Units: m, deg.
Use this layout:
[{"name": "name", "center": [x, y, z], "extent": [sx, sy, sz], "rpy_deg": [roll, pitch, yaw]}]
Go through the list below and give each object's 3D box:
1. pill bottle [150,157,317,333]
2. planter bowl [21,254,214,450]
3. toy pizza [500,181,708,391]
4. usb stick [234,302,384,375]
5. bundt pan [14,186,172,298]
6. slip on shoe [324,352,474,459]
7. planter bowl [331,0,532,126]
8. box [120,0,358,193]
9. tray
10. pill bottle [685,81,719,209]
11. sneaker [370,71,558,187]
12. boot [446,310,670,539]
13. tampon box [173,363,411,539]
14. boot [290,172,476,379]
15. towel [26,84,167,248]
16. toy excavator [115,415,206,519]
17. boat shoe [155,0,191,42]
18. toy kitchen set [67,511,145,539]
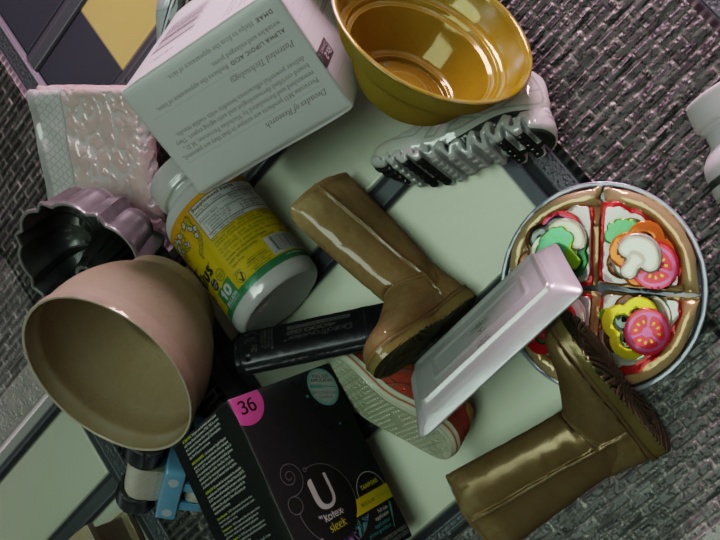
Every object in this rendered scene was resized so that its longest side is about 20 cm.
[{"name": "pill bottle", "center": [-0.147, -0.038, 0.976], "extent": [0.113, 0.112, 0.201], "rpy_deg": [-47, 72, 20]}, {"name": "planter bowl", "center": [-0.236, 0.070, 0.932], "extent": [0.196, 0.136, 0.204], "rpy_deg": [12, 128, 16]}, {"name": "toy pizza", "center": [0.224, 0.018, 0.829], "extent": [0.196, 0.032, 0.206], "rpy_deg": [1, 92, 28]}, {"name": "usb stick", "center": [-0.035, 0.070, 0.918], "extent": [0.195, 0.056, 0.033], "rpy_deg": [-12, 130, 2]}, {"name": "bundt pan", "center": [-0.306, -0.014, 1.044], "extent": [0.197, 0.076, 0.205], "rpy_deg": [14, 131, 17]}, {"name": "slip on shoe", "center": [0.036, 0.125, 0.919], "extent": [0.198, 0.061, 0.075], "rpy_deg": [26, 139, 36]}, {"name": "planter bowl", "center": [0.054, -0.197, 0.815], "extent": [0.201, 0.198, 0.084], "rpy_deg": [49, 141, 17]}, {"name": "box", "center": [-0.106, -0.217, 0.886], "extent": [0.197, 0.201, 0.131], "rpy_deg": [-25, 121, 25]}, {"name": "tray", "center": [0.114, 0.058, 0.807], "extent": [0.022, 0.108, 0.200], "rpy_deg": [39, 108, -18]}, {"name": "pill bottle", "center": [0.353, -0.065, 0.713], "extent": [0.114, 0.115, 0.204], "rpy_deg": [-27, 79, 25]}, {"name": "sneaker", "center": [0.101, -0.139, 0.876], "extent": [0.196, 0.075, 0.083], "rpy_deg": [-12, 67, 28]}, {"name": "boot", "center": [0.160, 0.157, 0.814], "extent": [0.198, 0.066, 0.176], "rpy_deg": [-36, 100, 23]}, {"name": "tampon box", "center": [-0.071, 0.227, 0.908], "extent": [0.126, 0.148, 0.203], "rpy_deg": [-39, 74, 39]}, {"name": "boot", "center": [0.000, 0.000, 0.877], "extent": [0.200, 0.174, 0.067], "rpy_deg": [43, 127, 16]}, {"name": "towel", "center": [-0.324, -0.126, 1.082], "extent": [0.187, 0.032, 0.205], "rpy_deg": [7, 112, 27]}, {"name": "toy excavator", "center": [-0.176, 0.239, 1.003], "extent": [0.195, 0.196, 0.102], "rpy_deg": [10, 123, -14]}, {"name": "boat shoe", "center": [-0.199, -0.261, 1.025], "extent": [0.070, 0.072, 0.204], "rpy_deg": [28, 114, 27]}, {"name": "toy kitchen set", "center": [-0.359, 0.435, 1.070], "extent": [0.199, 0.162, 0.182], "rpy_deg": [-39, 75, 23]}]
